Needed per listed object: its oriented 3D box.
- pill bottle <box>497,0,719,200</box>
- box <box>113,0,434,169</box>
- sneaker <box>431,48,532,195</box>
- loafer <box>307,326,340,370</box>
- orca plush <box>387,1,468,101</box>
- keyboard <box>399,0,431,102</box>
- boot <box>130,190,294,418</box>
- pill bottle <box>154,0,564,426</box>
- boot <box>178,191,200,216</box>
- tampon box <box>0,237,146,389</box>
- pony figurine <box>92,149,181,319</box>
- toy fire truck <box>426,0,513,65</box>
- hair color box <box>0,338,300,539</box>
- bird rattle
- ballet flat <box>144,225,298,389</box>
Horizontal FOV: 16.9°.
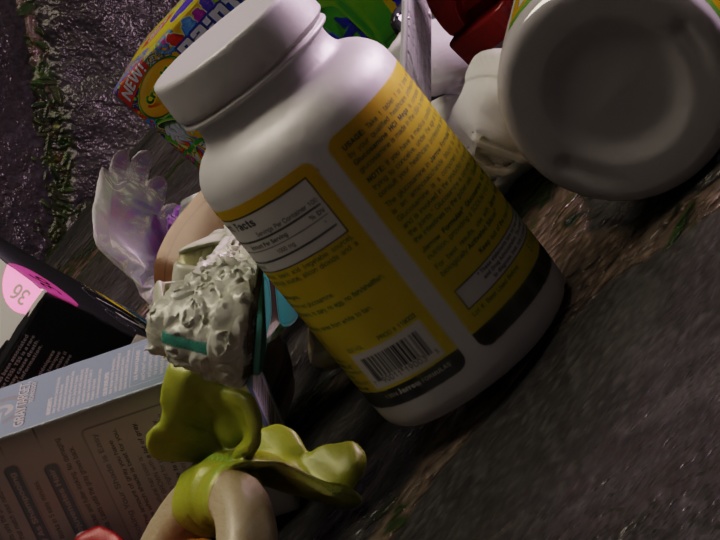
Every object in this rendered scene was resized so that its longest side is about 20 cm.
[{"bbox_3d":[0.129,-0.122,1.180,0.111,0.111,0.200,-44,12,23],"label":"pill bottle"},{"bbox_3d":[-0.026,-0.146,1.661,0.200,0.192,0.122,-45,12,23],"label":"box"},{"bbox_3d":[0.070,-0.061,1.358,0.089,0.075,0.200,-64,8,-15],"label":"sneaker"},{"bbox_3d":[0.000,0.000,1.331,0.075,0.069,0.200,-16,14,3],"label":"loafer"},{"bbox_3d":[0.068,-0.128,1.530,0.200,0.105,0.071,-53,-15,-49],"label":"orca plush"},{"bbox_3d":[0.032,-0.121,1.383,0.011,0.057,0.201,-8,34,7],"label":"keyboard"},{"bbox_3d":[-0.069,0.035,1.388,0.201,0.070,0.146,-55,-28,-10],"label":"boot"},{"bbox_3d":[-0.003,-0.035,1.139,0.112,0.200,0.113,-36,14,10],"label":"pill bottle"},{"bbox_3d":[-0.006,-0.022,1.480,0.199,0.096,0.074,-17,-4,-10],"label":"boot"},{"bbox_3d":[-0.196,0.066,1.440,0.150,0.200,0.127,32,89,40],"label":"tampon box"},{"bbox_3d":[-0.106,0.017,1.604,0.199,0.167,0.194,-22,34,35],"label":"pony figurine"},{"bbox_3d":[0.081,-0.194,1.379,0.176,0.200,0.129,-32,19,55],"label":"toy fire truck"},{"bbox_3d":[-0.141,0.104,1.286,0.199,0.099,0.061,-19,26,6],"label":"hair color box"},{"bbox_3d":[-0.092,0.150,1.185,0.200,0.112,0.163,-48,27,19],"label":"bird rattle"},{"bbox_3d":[-0.068,0.007,1.206,0.072,0.072,0.200,-46,3,12],"label":"ballet flat"}]
